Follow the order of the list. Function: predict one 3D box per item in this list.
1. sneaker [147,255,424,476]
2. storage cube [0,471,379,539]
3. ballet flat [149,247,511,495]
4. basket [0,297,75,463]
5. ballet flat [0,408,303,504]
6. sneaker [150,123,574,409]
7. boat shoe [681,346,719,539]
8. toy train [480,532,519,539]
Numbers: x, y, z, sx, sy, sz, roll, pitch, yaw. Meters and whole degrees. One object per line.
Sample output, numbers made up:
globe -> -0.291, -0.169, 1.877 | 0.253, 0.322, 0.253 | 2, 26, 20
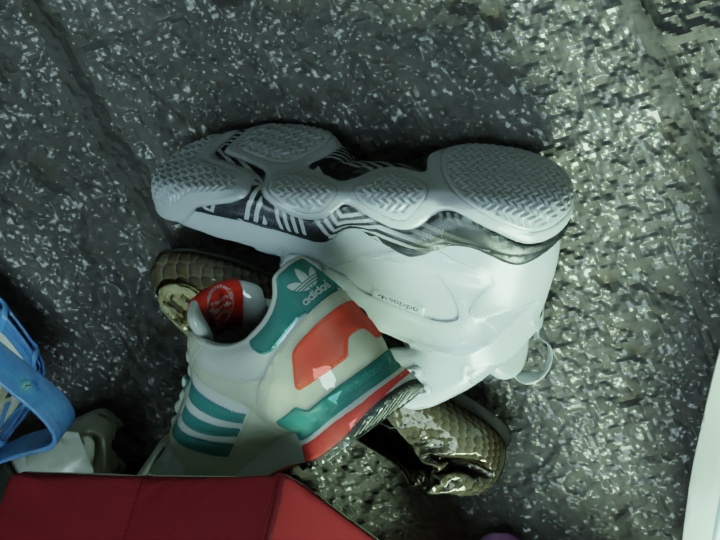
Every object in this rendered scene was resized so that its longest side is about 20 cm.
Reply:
sneaker -> -0.052, 0.051, 1.077 | 0.094, 0.070, 0.199 | 58, 144, -1
storage cube -> -0.075, 0.206, 1.065 | 0.170, 0.181, 0.200 | -4, 150, 35
ballet flat -> -0.019, 0.053, 1.126 | 0.199, 0.047, 0.067 | 31, 155, -5
basket -> -0.240, 0.038, 1.127 | 0.176, 0.139, 0.200 | 44, 154, -12
ballet flat -> -0.119, 0.110, 1.198 | 0.198, 0.068, 0.069 | 11, 115, -1
sneaker -> 0.000, 0.000, 1.078 | 0.198, 0.075, 0.116 | 4, 120, 12
boat shoe -> 0.193, 0.093, 1.077 | 0.071, 0.070, 0.202 | 13, 122, 14
toy train -> 0.045, 0.210, 1.139 | 0.055, 0.151, 0.200 | 28, 117, -34
